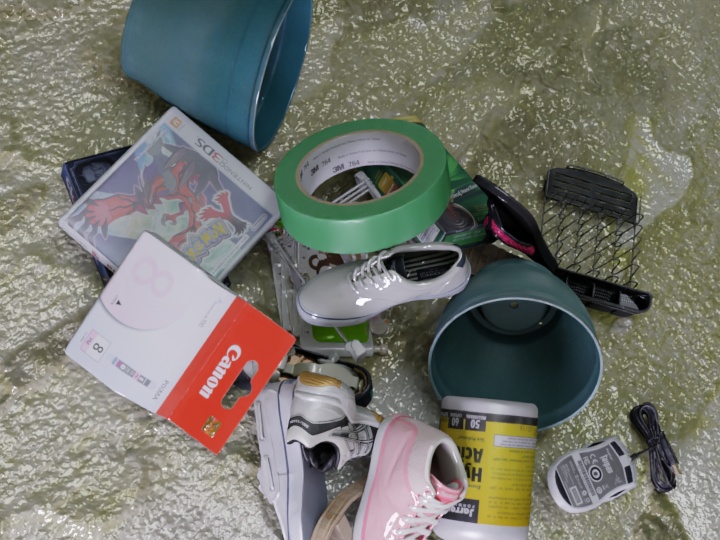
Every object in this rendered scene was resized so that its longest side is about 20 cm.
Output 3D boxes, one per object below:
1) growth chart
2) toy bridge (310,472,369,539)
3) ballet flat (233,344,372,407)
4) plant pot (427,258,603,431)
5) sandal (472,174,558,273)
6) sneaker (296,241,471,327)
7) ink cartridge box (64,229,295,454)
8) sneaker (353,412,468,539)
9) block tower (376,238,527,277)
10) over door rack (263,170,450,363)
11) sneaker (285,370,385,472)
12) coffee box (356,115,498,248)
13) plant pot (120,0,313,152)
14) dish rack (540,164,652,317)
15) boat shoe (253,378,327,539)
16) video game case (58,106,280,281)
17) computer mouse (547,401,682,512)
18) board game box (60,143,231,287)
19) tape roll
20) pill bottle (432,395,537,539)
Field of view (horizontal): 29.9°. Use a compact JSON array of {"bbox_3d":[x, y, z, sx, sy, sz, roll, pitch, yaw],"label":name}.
[{"bbox_3d":[-0.043,0.013,1.613,0.143,0.018,0.202,-7,71,-21],"label":"growth chart"},{"bbox_3d":[-0.023,0.286,1.462,0.027,0.068,0.201,10,48,34],"label":"toy bridge"},{"bbox_3d":[-0.075,0.111,1.527,0.198,0.073,0.074,18,62,-11],"label":"ballet flat"},{"bbox_3d":[0.181,0.071,1.580,0.198,0.201,0.135,21,36,-9],"label":"plant pot"},{"bbox_3d":[0.179,-0.043,1.584,0.045,0.200,0.075,-46,49,-4],"label":"sandal"},{"bbox_3d":[0.023,0.005,1.478,0.198,0.071,0.074,-16,63,-2],"label":"sneaker"},{"bbox_3d":[-0.196,0.079,1.459,0.199,0.057,0.163,36,95,9],"label":"ink cartridge box"},{"bbox_3d":[0.056,0.260,1.445,0.075,0.104,0.203,10,89,-42],"label":"sneaker"},{"bbox_3d":[0.111,-0.018,1.660,0.198,0.058,0.054,25,61,-5],"label":"block tower"},{"bbox_3d":[0.000,0.000,1.560,0.147,0.067,0.200,-34,65,-11],"label":"over door rack"},{"bbox_3d":[-0.028,0.182,1.467,0.075,0.200,0.089,8,70,31],"label":"sneaker"},{"bbox_3d":[0.076,-0.108,1.644,0.122,0.044,0.201,-11,52,-42],"label":"coffee box"},{"bbox_3d":[-0.176,-0.266,1.602,0.186,0.201,0.202,18,61,6],"label":"plant pot"},{"bbox_3d":[0.300,-0.044,1.735,0.152,0.055,0.202,16,65,-13],"label":"dish rack"},{"bbox_3d":[-0.081,0.222,1.480,0.065,0.073,0.203,-8,80,24],"label":"boat shoe"},{"bbox_3d":[-0.210,-0.065,1.537,0.182,0.023,0.200,39,66,3],"label":"video game case"},{"bbox_3d":[0.294,0.235,1.617,0.198,0.044,0.111,-15,77,-30],"label":"computer mouse"},{"bbox_3d":[-0.249,-0.048,1.559,0.134,0.035,0.202,-18,74,-25],"label":"board game box"},{"bbox_3d":[0.002,-0.098,1.523,0.198,0.049,0.201,-7,37,5],"label":"tape roll"},{"bbox_3d":[0.136,0.244,1.498,0.110,0.111,0.203,6,84,-16],"label":"pill bottle"}]
